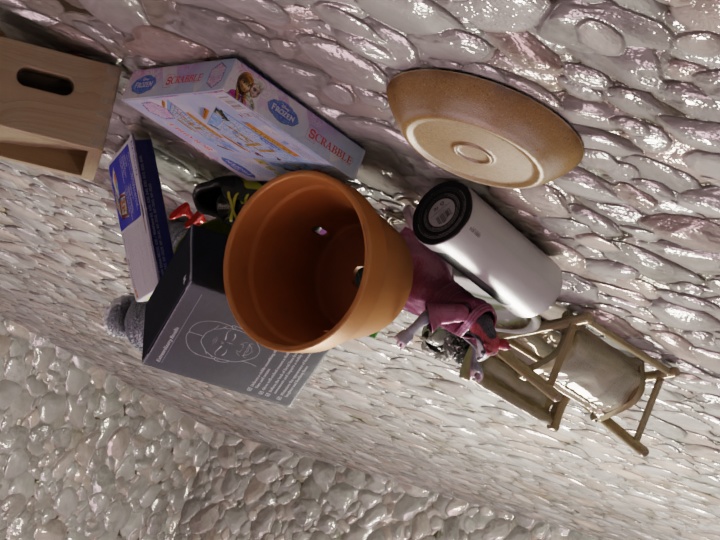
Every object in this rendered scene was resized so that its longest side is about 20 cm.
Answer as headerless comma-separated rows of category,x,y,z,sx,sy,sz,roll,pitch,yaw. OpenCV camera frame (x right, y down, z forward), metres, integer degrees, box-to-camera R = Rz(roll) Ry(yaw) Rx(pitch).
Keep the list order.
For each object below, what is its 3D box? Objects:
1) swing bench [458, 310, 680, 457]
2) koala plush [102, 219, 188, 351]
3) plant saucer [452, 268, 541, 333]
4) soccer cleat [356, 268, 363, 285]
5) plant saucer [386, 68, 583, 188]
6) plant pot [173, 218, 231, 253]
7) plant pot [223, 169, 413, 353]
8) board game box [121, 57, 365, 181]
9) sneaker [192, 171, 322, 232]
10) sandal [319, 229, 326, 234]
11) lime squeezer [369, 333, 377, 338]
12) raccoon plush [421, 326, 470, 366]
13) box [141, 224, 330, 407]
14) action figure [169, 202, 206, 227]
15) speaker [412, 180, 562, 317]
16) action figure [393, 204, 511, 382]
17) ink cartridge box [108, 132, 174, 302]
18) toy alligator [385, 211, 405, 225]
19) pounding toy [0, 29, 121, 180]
swing bench,0.279,0.140,1.844,0.199,0.130,0.200,31,168,-33
koala plush,-0.290,0.042,2.085,0.177,0.200,0.184,31,168,26
plant saucer,0.141,0.019,1.750,0.200,0.050,0.200,20,164,6
soccer cleat,0.000,0.000,1.861,0.081,0.068,0.200,33,166,4
plant saucer,0.113,-0.126,1.311,0.200,0.035,0.200,20,165,5
plant pot,-0.142,0.052,1.833,0.187,0.187,0.200,13,125,29
plant pot,-0.033,-0.001,1.534,0.200,0.200,0.140,10,177,37
board game box,-0.130,-0.161,1.511,0.199,0.041,0.200,4,158,48
sneaker,-0.125,-0.075,1.656,0.085,0.075,0.200,-17,-161,-42
sandal,-0.050,-0.004,1.719,0.050,0.082,0.203,31,136,29
lime squeezer,0.062,0.031,1.862,0.038,0.071,0.200,9,-162,16
raccoon plush,0.178,0.119,1.986,0.200,0.097,0.134,32,170,-34
box,-0.144,0.057,1.654,0.200,0.107,0.148,19,127,-22
action figure,-0.224,0.007,1.966,0.065,0.099,0.200,29,159,47
speaker,0.147,-0.021,1.545,0.081,0.081,0.200,7,160,43
action figure,0.109,0.038,1.598,0.200,0.149,0.134,33,-174,39
ink cartridge box,-0.278,-0.066,1.785,0.047,0.198,0.200,-10,176,-22
toy alligator,-0.004,-0.038,1.743,0.059,0.054,0.200,27,164,-23
pounding toy,-0.381,-0.212,1.561,0.200,0.142,0.184,14,168,-13
